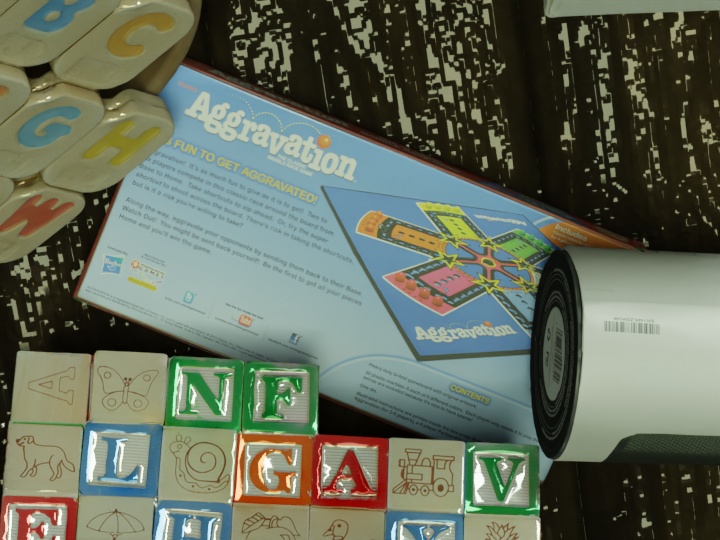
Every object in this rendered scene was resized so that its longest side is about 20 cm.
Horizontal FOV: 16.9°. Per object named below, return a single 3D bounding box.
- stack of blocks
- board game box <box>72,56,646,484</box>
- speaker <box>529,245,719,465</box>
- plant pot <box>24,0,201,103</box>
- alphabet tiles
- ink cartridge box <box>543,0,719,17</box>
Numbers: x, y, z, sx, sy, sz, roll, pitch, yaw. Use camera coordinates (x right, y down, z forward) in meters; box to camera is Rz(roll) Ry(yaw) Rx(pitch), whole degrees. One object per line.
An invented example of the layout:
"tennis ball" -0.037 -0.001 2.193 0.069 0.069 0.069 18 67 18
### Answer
"stack of blocks" -0.034 0.098 0.911 0.199 0.059 0.116 3 64 -2
"board game box" 0.000 0.000 0.937 0.199 0.019 0.103 22 105 -7
"speaker" 0.169 0.034 0.907 0.199 0.081 0.082 3 105 -9
"plant pot" -0.164 -0.099 0.847 0.200 0.201 0.093 -27 66 6
"alphabet tiles" -0.156 -0.043 0.839 0.195 0.200 0.015 -36 64 24
"ink cartridge box" 0.123 -0.191 0.803 0.145 0.084 0.201 -3 73 -6
